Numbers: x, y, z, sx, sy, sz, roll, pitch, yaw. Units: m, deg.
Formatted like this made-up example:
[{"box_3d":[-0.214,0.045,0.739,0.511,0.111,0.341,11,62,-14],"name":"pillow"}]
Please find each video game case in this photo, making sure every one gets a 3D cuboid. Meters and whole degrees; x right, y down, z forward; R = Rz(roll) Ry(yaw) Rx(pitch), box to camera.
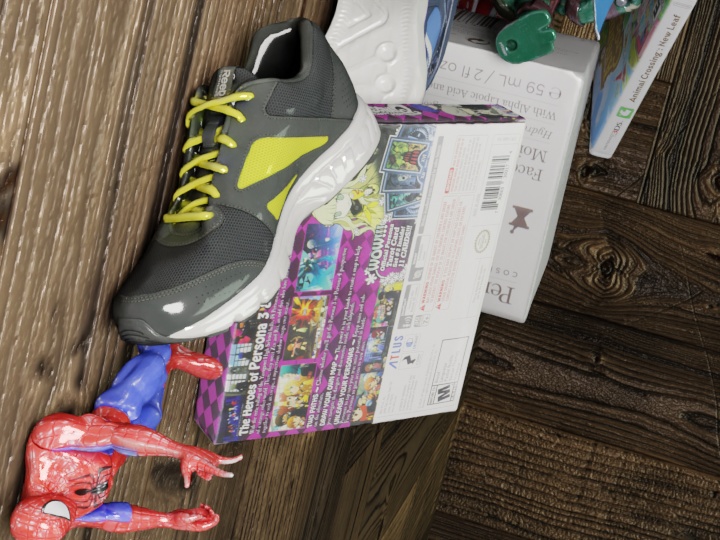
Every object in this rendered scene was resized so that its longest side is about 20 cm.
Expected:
[{"box_3d":[0.000,0.000,0.842,0.180,0.036,0.202,-5,118,-33],"name":"video game case"},{"box_3d":[0.222,-0.220,1.116,0.183,0.022,0.201,110,-9,-54],"name":"video game case"}]

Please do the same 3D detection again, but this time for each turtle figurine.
[{"box_3d":[0.137,-0.224,1.065,0.200,0.149,0.101,-43,167,-53],"name":"turtle figurine"}]

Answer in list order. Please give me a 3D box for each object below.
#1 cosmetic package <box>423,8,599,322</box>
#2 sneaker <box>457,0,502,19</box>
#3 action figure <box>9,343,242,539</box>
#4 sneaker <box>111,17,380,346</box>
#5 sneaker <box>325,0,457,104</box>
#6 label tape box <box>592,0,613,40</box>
[{"box_3d":[0.085,-0.093,1.134,0.165,0.163,0.202,-53,155,-68],"name":"cosmetic package"},{"box_3d":[0.099,-0.184,1.231,0.112,0.071,0.202,-173,-86,-68],"name":"sneaker"},{"box_3d":[-0.083,0.073,0.638,0.200,0.098,0.066,-51,154,-62],"name":"action figure"},{"box_3d":[-0.065,-0.046,0.675,0.201,0.074,0.085,-56,133,-41],"name":"sneaker"},{"box_3d":[0.014,-0.116,0.932,0.147,0.080,0.202,62,38,-70],"name":"sneaker"},{"box_3d":[0.154,-0.223,0.645,0.144,0.065,0.202,-57,152,-47],"name":"label tape box"}]
